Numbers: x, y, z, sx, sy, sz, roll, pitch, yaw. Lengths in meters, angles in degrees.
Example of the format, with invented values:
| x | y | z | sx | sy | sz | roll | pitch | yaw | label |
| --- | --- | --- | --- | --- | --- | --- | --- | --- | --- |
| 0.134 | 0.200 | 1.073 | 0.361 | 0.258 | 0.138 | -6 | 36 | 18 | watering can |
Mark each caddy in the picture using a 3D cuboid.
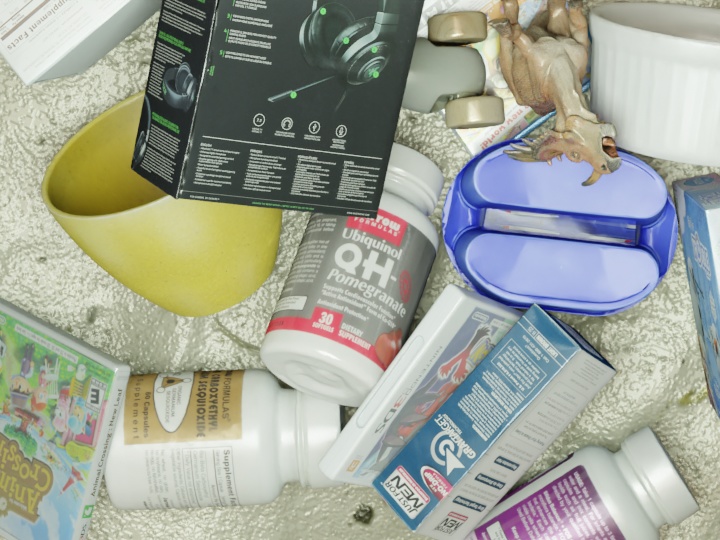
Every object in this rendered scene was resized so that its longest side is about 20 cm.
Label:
| x | y | z | sx | sy | sz | roll | pitch | yaw | label |
| --- | --- | --- | --- | --- | --- | --- | --- | --- | --- |
| 0.166 | -0.036 | 1.548 | 0.197 | 0.105 | 0.143 | 7 | 92 | 2 | caddy |

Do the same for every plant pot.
| x | y | z | sx | sy | sz | roll | pitch | yaw | label |
| --- | --- | --- | --- | --- | --- | --- | --- | --- | --- |
| -0.142 | -0.048 | 1.532 | 0.198 | 0.201 | 0.143 | -21 | 122 | 5 | plant pot |

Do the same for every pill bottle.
| x | y | z | sx | sy | sz | roll | pitch | yaw | label |
| --- | --- | --- | --- | --- | --- | --- | --- | --- | --- |
| 0.000 | 0.000 | 1.529 | 0.110 | 0.111 | 0.202 | 21 | 69 | -1 | pill bottle |
| 0.183 | 0.219 | 1.583 | 0.199 | 0.112 | 0.113 | -33 | 96 | 7 | pill bottle |
| -0.113 | 0.142 | 1.581 | 0.197 | 0.114 | 0.116 | -3 | 99 | 2 | pill bottle |

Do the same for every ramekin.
| x | y | z | sx | sy | sz | roll | pitch | yaw | label |
| --- | --- | --- | --- | --- | --- | --- | --- | --- | --- |
| 0.275 | -0.148 | 1.485 | 0.198 | 0.201 | 0.099 | 6 | 107 | 1 | ramekin |

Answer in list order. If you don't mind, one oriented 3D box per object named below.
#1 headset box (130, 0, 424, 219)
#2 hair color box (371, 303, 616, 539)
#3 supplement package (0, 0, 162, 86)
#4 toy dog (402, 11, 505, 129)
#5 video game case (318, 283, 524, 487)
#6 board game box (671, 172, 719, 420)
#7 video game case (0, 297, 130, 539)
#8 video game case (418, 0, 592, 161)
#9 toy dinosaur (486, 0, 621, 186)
| x | y | z | sx | sy | sz | roll | pitch | yaw | label |
| --- | --- | --- | --- | --- | --- | --- | --- | --- | --- |
| -0.058 | -0.152 | 1.363 | 0.173 | 0.093 | 0.202 | 4 | 106 | -32 | headset box |
| 0.109 | 0.127 | 1.521 | 0.200 | 0.100 | 0.061 | -49 | 61 | 7 | hair color box |
| -0.218 | -0.240 | 1.483 | 0.155 | 0.200 | 0.111 | -38 | 95 | 8 | supplement package |
| 0.020 | -0.156 | 1.509 | 0.198 | 0.096 | 0.133 | 15 | 81 | -10 | toy dog |
| 0.069 | 0.105 | 1.536 | 0.023 | 0.200 | 0.183 | 40 | 100 | 28 | video game case |
| 0.298 | 0.032 | 1.505 | 0.043 | 0.200 | 0.201 | -10 | 98 | 4 | board game box |
| -0.287 | 0.132 | 1.576 | 0.199 | 0.022 | 0.184 | 23 | 101 | 36 | video game case |
| 0.100 | -0.209 | 1.569 | 0.143 | 0.018 | 0.201 | -36 | 96 | 6 | video game case |
| 0.144 | -0.150 | 1.474 | 0.085 | 0.200 | 0.137 | -9 | 112 | 1 | toy dinosaur |
